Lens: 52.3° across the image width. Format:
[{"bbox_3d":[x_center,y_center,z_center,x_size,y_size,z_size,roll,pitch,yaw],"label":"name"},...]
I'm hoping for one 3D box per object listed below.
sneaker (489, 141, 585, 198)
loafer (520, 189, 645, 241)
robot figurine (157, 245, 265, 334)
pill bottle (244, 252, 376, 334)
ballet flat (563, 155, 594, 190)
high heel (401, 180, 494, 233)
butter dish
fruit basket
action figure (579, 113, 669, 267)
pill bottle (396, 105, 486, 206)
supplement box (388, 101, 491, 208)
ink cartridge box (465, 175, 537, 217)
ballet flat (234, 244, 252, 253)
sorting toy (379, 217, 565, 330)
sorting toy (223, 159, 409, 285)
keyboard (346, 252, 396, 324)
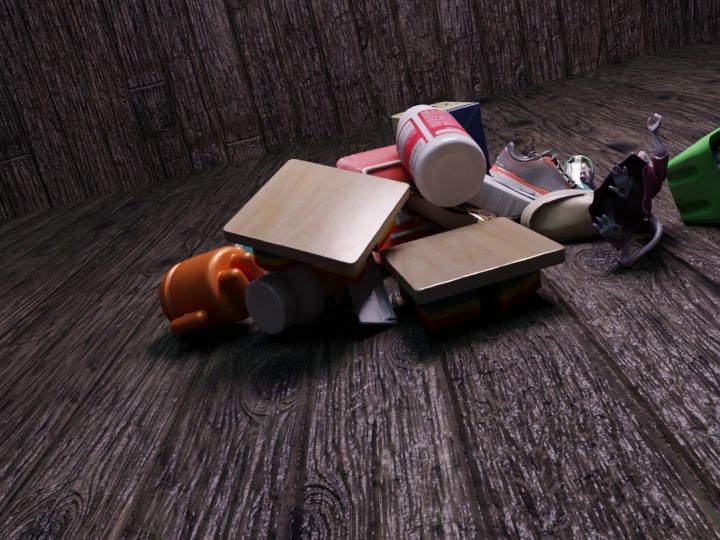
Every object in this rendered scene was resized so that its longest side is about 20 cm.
[{"bbox_3d":[0.321,-0.158,1.233,0.198,0.083,0.077,23,13,5],"label":"sneaker"},{"bbox_3d":[0.347,-0.088,1.128,0.198,0.077,0.068,-11,12,9],"label":"loafer"},{"bbox_3d":[-0.233,0.030,1.146,0.198,0.146,0.116,-15,-20,36],"label":"robot figurine"},{"bbox_3d":[-0.075,0.014,1.096,0.110,0.112,0.199,2,24,42],"label":"pill bottle"},{"bbox_3d":[0.397,-0.171,1.348,0.067,0.071,0.200,-8,19,19],"label":"ballet flat"},{"bbox_3d":[0.132,-0.075,1.165,0.141,0.072,0.200,2,33,-33],"label":"high heel"},{"bbox_3d":[0.043,-0.101,1.293,0.198,0.202,0.148,-18,-9,-34],"label":"butter dish"},{"bbox_3d":[0.566,-0.168,1.054,0.214,0.157,0.216,-24,6,3],"label":"fruit basket"},{"bbox_3d":[0.396,-0.118,1.028,0.134,0.150,0.199,-42,-10,38],"label":"action figure"},{"bbox_3d":[0.120,-0.193,1.178,0.111,0.113,0.201,-15,33,-3],"label":"pill bottle"},{"bbox_3d":[0.165,-0.233,1.512,0.133,0.202,0.200,-16,16,-10],"label":"supplement box"},{"bbox_3d":[0.256,-0.116,1.251,0.198,0.057,0.163,27,14,-8],"label":"ink cartridge box"},{"bbox_3d":[-0.166,-0.043,1.448,0.198,0.070,0.069,-20,18,-30],"label":"ballet flat"},{"bbox_3d":[0.147,0.004,0.997,0.197,0.070,0.200,-16,18,-8],"label":"sorting toy"},{"bbox_3d":[-0.056,-0.063,1.038,0.197,0.070,0.200,15,42,19],"label":"sorting toy"},{"bbox_3d":[0.000,0.000,1.053,0.056,0.011,0.201,-2,46,-19],"label":"keyboard"}]
